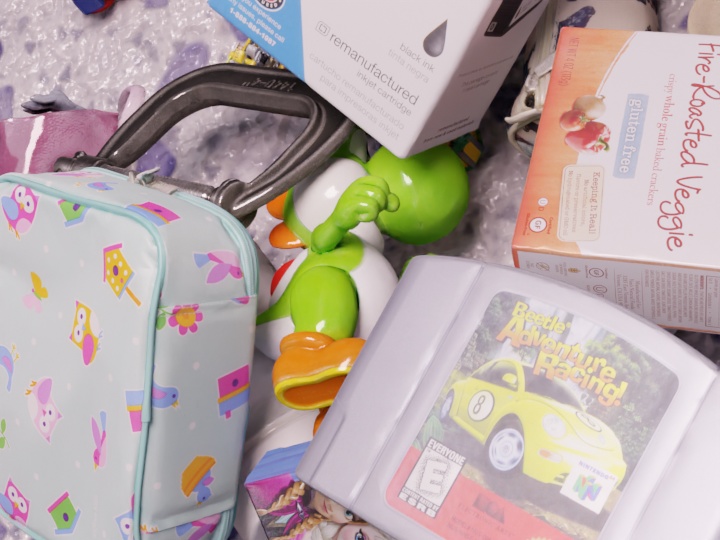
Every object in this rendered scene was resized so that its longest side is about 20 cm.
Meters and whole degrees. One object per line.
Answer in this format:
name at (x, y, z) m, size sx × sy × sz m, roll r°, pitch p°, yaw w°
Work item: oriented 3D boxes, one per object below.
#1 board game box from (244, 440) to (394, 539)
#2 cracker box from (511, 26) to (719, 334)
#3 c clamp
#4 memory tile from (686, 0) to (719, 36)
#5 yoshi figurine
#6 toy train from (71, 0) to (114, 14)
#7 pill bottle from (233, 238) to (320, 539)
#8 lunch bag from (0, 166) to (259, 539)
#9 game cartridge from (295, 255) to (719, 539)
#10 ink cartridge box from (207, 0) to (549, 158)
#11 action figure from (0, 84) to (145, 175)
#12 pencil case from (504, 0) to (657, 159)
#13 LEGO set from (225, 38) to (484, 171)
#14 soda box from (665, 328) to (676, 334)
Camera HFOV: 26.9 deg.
board game box at (0.072, 0.158, 0.721) m, size 0.198 × 0.043 × 0.201 m, roll -18°, pitch 103°, yaw 21°
cracker box at (0.179, -0.040, 0.689) m, size 0.199 × 0.058 × 0.134 m, roll 6°, pitch 57°, yaw 15°
c clamp at (-0.098, -0.060, 0.845) m, size 0.199 × 0.027 × 0.171 m, roll 7°, pitch 46°, yaw 40°
memory tile at (0.248, -0.185, 0.754) m, size 0.153 × 0.017 × 0.201 m, roll 5°, pitch 72°, yaw 16°
yoshi figurine at (0.013, -0.006, 0.793) m, size 0.112 × 0.112 × 0.201 m, roll -51°, pitch 28°, yaw 43°
toy train at (-0.181, -0.285, 1.050) m, size 0.115 × 0.085 × 0.201 m, roll -23°, pitch 63°, yaw 7°
pill bottle at (-0.074, 0.058, 0.852) m, size 0.114 × 0.114 × 0.200 m, roll -44°, pitch 59°, yaw 8°
lunch bag at (-0.130, 0.045, 0.770) m, size 0.160 × 0.077 × 0.201 m, roll 18°, pitch 108°, yaw 42°
game cartridge at (0.077, 0.074, 0.637) m, size 0.200 × 0.041 × 0.133 m, roll 25°, pitch 80°, yaw 33°
ink cartridge box at (0.030, -0.182, 0.755) m, size 0.145 × 0.084 × 0.200 m, roll 40°, pitch 124°, yaw 17°
action figure at (-0.190, -0.001, 0.964) m, size 0.148 × 0.134 × 0.201 m, roll -15°, pitch 75°, yaw -24°
pencil case at (0.126, -0.158, 0.836) m, size 0.078 × 0.089 × 0.201 m, roll -5°, pitch 71°, yaw 33°
LEGO set at (0.003, -0.154, 0.882) m, size 0.200 × 0.116 × 0.154 m, roll 37°, pitch 92°, yaw 32°
soda box at (0.168, -0.041, 0.786) m, size 0.064 × 0.068 × 0.200 m, roll 35°, pitch 91°, yaw 29°
